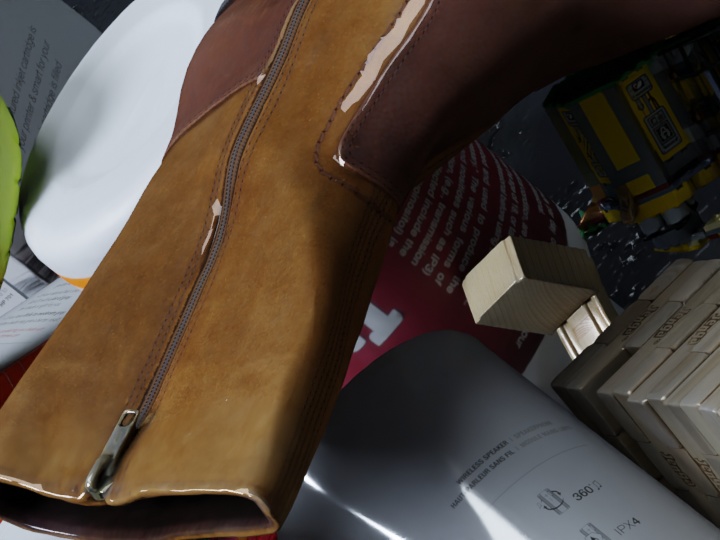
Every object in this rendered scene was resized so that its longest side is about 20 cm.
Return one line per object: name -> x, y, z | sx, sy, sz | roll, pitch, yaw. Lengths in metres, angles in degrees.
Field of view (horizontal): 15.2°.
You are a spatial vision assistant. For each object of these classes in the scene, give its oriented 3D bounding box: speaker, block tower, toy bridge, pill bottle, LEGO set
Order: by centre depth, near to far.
block tower -> 0.114, 0.035, 0.653 | 0.058, 0.054, 0.200 | -44, 14, -15
speaker -> 0.070, 0.098, 0.676 | 0.200, 0.081, 0.081 | 37, 91, 32
LEGO set -> 0.160, -0.049, 0.752 | 0.200, 0.116, 0.154 | -27, 14, 18
toy bridge -> 0.086, 0.076, 0.770 | 0.027, 0.067, 0.200 | -46, 47, 38
pill bottle -> 0.000, 0.000, 0.857 | 0.113, 0.200, 0.113 | -37, 32, 28

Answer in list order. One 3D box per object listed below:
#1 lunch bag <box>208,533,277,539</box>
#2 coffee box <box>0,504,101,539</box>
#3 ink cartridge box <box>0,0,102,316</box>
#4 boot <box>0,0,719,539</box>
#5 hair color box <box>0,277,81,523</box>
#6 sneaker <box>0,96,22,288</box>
lunch bag -> -0.063, 0.139, 0.931 | 0.176, 0.082, 0.200 | -18, 42, 41
coffee box -> -0.035, 0.207, 0.678 | 0.200, 0.198, 0.200 | -55, 29, 1
ink cartridge box -> -0.140, -0.032, 1.107 | 0.086, 0.200, 0.147 | -32, 34, 34
boot -> 0.005, -0.024, 0.665 | 0.188, 0.069, 0.200 | -4, 43, 35
hair color box -> -0.062, 0.016, 0.954 | 0.200, 0.061, 0.101 | -35, 13, -25
sneaker -> -0.161, 0.033, 0.836 | 0.074, 0.083, 0.201 | -151, 72, -71
